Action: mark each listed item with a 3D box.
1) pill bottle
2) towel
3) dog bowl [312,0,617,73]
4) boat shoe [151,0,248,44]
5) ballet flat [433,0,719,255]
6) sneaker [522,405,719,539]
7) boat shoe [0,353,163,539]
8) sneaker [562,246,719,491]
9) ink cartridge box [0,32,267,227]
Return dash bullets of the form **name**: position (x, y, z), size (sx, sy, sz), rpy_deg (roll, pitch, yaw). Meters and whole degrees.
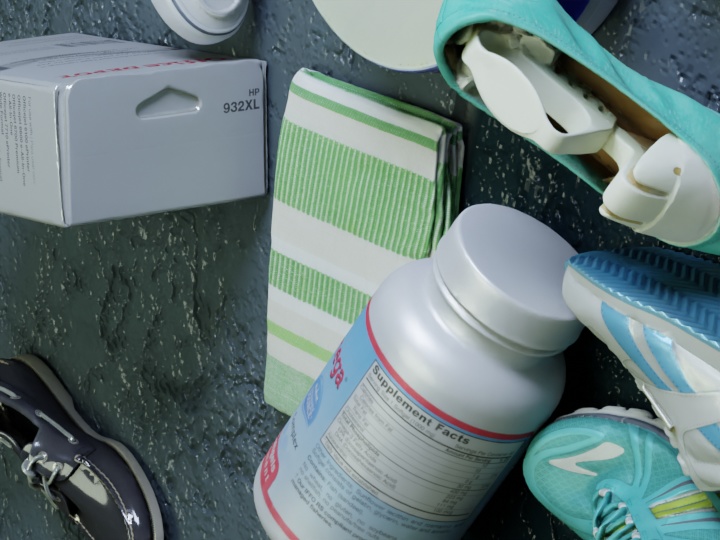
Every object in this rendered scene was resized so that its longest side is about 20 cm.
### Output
- **pill bottle**: position (0.035, 0.066, 1.330), size (0.109, 0.108, 0.200), rpy_deg (54, 126, 30)
- **towel**: position (0.000, 0.000, 1.441), size (0.152, 0.023, 0.201), rpy_deg (24, 117, 48)
- **dog bowl**: position (0.047, -0.198, 1.290), size (0.200, 0.079, 0.201), rpy_deg (15, 109, 49)
- **boat shoe**: position (-0.088, -0.228, 1.462), size (0.065, 0.073, 0.201), rpy_deg (-4, 95, 56)
- **ballet flat**: position (0.111, -0.058, 1.183), size (0.200, 0.070, 0.067), rpy_deg (38, 133, 8)
- **sneaker**: position (0.142, 0.127, 1.238), size (0.200, 0.079, 0.078), rpy_deg (35, 124, 43)
- **boat shoe**: position (-0.197, 0.128, 1.686), size (0.200, 0.063, 0.073), rpy_deg (45, 130, 37)
- **sneaker**: position (0.159, 0.052, 1.205), size (0.200, 0.076, 0.081), rpy_deg (39, 128, 43)
- **ink cartridge box**: position (-0.168, -0.085, 1.537), size (0.200, 0.145, 0.084), rpy_deg (13, 108, 50)
